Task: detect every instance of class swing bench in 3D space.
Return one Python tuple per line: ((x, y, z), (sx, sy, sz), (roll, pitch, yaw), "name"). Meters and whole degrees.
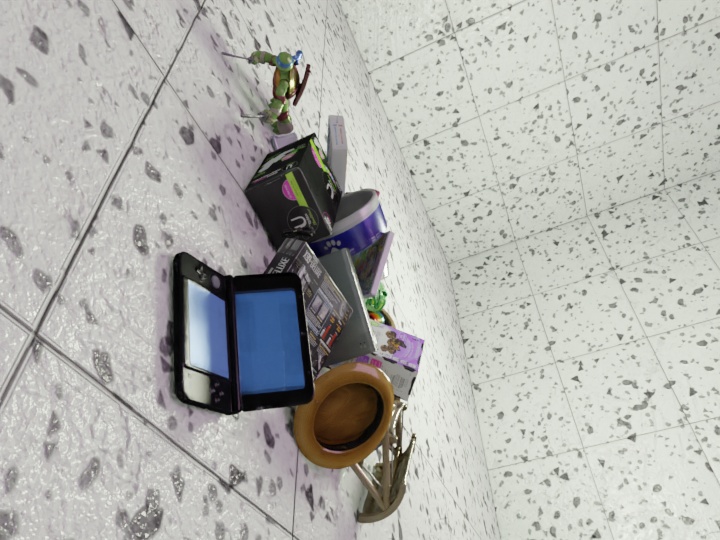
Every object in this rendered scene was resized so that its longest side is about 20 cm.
((0.042, 0.362, 1.122), (0.199, 0.126, 0.206), (-46, 118, -73), "swing bench")

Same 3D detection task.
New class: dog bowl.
((-0.042, -0.096, 1.190), (0.201, 0.195, 0.080), (-75, 143, -63), "dog bowl")

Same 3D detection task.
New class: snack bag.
((-0.144, -0.234, 1.316), (0.189, 0.021, 0.205), (-58, 129, -70), "snack bag")

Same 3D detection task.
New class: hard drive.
((-0.057, 0.075, 1.061), (0.033, 0.136, 0.206), (-11, 83, -72), "hard drive")

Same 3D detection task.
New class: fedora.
((-0.035, 0.245, 0.968), (0.081, 0.198, 0.205), (22, -39, 60), "fedora")

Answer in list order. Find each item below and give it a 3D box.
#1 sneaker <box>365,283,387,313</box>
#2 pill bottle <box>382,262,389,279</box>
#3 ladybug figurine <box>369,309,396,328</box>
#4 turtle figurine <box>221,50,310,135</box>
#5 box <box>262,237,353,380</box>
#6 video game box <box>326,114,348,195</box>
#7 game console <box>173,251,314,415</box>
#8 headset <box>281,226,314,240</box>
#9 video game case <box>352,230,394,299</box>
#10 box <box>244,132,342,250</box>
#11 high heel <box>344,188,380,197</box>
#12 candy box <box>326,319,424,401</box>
((0.023, 0.058, 1.292), (0.083, 0.075, 0.200), (37, 20, 8), "sneaker")
((0.007, -0.077, 1.432), (0.120, 0.116, 0.207), (-42, 125, -73), "pill bottle")
((0.022, 0.136, 1.356), (0.136, 0.072, 0.199), (48, 17, 20), "ladybug figurine")
((-0.204, -0.381, 1.165), (0.144, 0.199, 0.195), (46, -14, 12), "turtle figurine")
((-0.103, 0.073, 0.924), (0.160, 0.049, 0.201), (-60, 140, -24), "box")
((-0.062, -0.252, 1.363), (0.185, 0.045, 0.204), (-101, -166, -50), "video game box")
((-0.158, 0.079, 0.745), (0.176, 0.113, 0.205), (46, 30, -59), "game console")
((-0.115, 0.026, 0.994), (0.123, 0.091, 0.207), (-8, 92, -75), "headset")
((0.000, 0.000, 1.207), (0.018, 0.199, 0.147), (25, 70, -22), "video game case")
((-0.126, -0.158, 1.101), (0.202, 0.121, 0.151), (-80, 147, -58), "box")
((0.018, -0.099, 1.344), (0.067, 0.093, 0.207), (152, -70, -67), "high heel")
((0.030, 0.173, 1.161), (0.168, 0.195, 0.073), (-52, 162, -71), "candy box")
